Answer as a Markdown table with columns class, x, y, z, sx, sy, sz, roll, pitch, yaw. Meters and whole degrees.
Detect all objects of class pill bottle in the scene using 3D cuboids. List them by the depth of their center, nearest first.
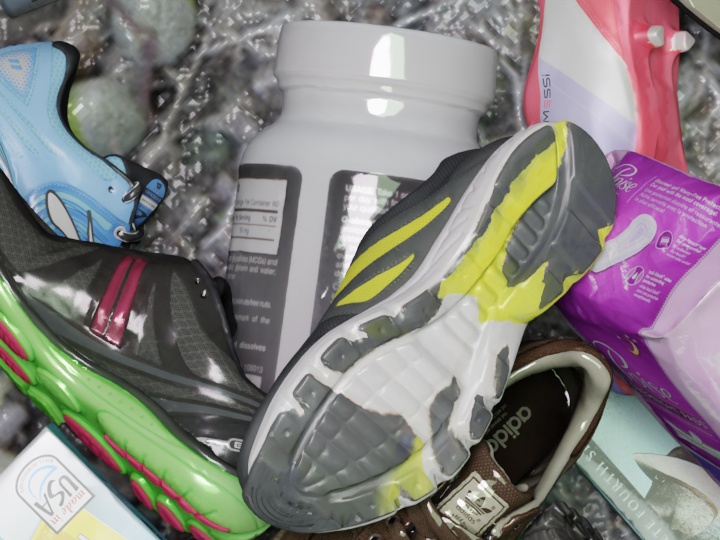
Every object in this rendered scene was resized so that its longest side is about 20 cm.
| class | x | y | z | sx | sy | sz | roll | pitch | yaw |
| --- | --- | --- | --- | --- | --- | --- | --- | --- | --- |
| pill bottle | 0.000 | 0.000 | 1.250 | 0.116 | 0.116 | 0.200 | 8 | 88 | -3 |

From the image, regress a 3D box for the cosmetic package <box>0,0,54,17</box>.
| class | x | y | z | sx | sy | sz | roll | pitch | yaw |
| --- | --- | --- | --- | --- | --- | --- | --- | --- | --- |
| cosmetic package | -0.139 | -0.226 | 1.208 | 0.123 | 0.200 | 0.200 | -23 | 89 | -4 |

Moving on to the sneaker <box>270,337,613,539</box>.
| class | x | y | z | sx | sy | sz | roll | pitch | yaw |
| --- | --- | --- | --- | --- | --- | --- | --- | --- | --- |
| sneaker | 0.024 | 0.096 | 1.149 | 0.070 | 0.076 | 0.200 | 43 | 65 | -6 |

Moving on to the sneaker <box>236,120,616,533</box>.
| class | x | y | z | sx | sy | sz | roll | pitch | yaw |
| --- | --- | --- | --- | --- | --- | --- | --- | --- | --- |
| sneaker | 0.020 | 0.025 | 1.148 | 0.200 | 0.085 | 0.075 | -46 | 109 | -20 |

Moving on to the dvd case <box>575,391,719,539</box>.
| class | x | y | z | sx | sy | sz | roll | pitch | yaw |
| --- | --- | --- | --- | --- | --- | --- | --- | --- | --- |
| dvd case | 0.192 | 0.047 | 1.307 | 0.200 | 0.022 | 0.146 | -41 | 91 | -2 |

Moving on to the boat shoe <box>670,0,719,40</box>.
| class | x | y | z | sx | sy | sz | roll | pitch | yaw |
| --- | --- | --- | --- | --- | --- | --- | --- | --- | --- |
| boat shoe | 0.205 | -0.109 | 1.272 | 0.201 | 0.063 | 0.074 | 17 | 78 | -18 |

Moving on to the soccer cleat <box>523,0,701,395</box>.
| class | x | y | z | sx | sy | sz | roll | pitch | yaw |
| --- | --- | --- | --- | --- | --- | --- | --- | --- | --- |
| soccer cleat | 0.106 | -0.045 | 1.283 | 0.076 | 0.067 | 0.200 | -3 | 85 | 37 |

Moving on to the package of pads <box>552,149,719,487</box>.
| class | x | y | z | sx | sy | sz | roll | pitch | yaw |
| --- | --- | --- | --- | --- | --- | --- | --- | --- | --- |
| package of pads | 0.165 | 0.047 | 1.197 | 0.076 | 0.120 | 0.200 | -48 | 121 | -8 |

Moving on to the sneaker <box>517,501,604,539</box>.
| class | x | y | z | sx | sy | sz | roll | pitch | yaw |
| --- | --- | --- | --- | --- | --- | --- | --- | --- | --- |
| sneaker | 0.089 | 0.157 | 1.225 | 0.085 | 0.200 | 0.078 | -38 | 57 | 9 |

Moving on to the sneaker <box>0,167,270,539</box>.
| class | x | y | z | sx | sy | sz | roll | pitch | yaw |
| --- | --- | --- | --- | --- | --- | --- | --- | --- | --- |
| sneaker | -0.096 | 0.024 | 1.190 | 0.200 | 0.077 | 0.084 | 44 | 69 | 8 |

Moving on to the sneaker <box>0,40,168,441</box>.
| class | x | y | z | sx | sy | sz | roll | pitch | yaw |
| --- | --- | --- | --- | --- | --- | --- | --- | --- | --- |
| sneaker | -0.119 | -0.009 | 1.265 | 0.090 | 0.078 | 0.200 | -23 | 90 | -7 |

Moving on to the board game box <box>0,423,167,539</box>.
| class | x | y | z | sx | sy | sz | roll | pitch | yaw |
| --- | --- | --- | --- | --- | --- | --- | --- | --- | --- |
| board game box | -0.106 | 0.184 | 1.170 | 0.200 | 0.047 | 0.151 | 45 | 87 | -1 |
